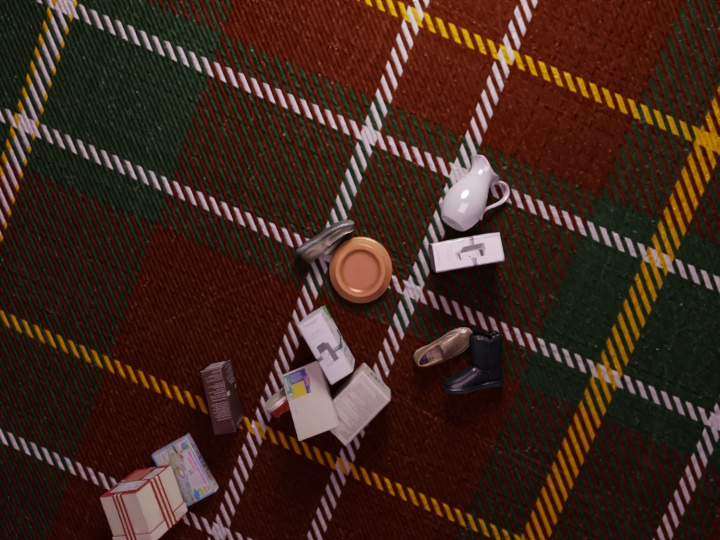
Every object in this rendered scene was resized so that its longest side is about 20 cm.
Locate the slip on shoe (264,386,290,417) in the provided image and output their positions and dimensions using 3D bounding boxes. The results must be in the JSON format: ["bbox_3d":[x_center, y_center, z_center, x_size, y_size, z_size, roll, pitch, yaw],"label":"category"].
[{"bbox_3d":[-0.206,0.387,1.684,0.198,0.074,0.062,-37,117,4],"label":"slip on shoe"}]

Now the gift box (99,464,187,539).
[{"bbox_3d":[-0.651,0.730,1.649,0.196,0.184,0.191,-13,97,27],"label":"gift box"}]

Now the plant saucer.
[{"bbox_3d":[0.000,0.000,1.651,0.195,0.037,0.205,0,94,3],"label":"plant saucer"}]

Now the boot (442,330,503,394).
[{"bbox_3d":[0.337,0.273,1.629,0.195,0.076,0.172,-8,102,-3],"label":"boot"}]

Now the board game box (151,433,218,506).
[{"bbox_3d":[-0.562,0.645,1.734,0.133,0.034,0.203,-27,93,5],"label":"board game box"}]

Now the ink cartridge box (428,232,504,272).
[{"bbox_3d":[0.304,-0.054,1.576,0.195,0.147,0.085,-10,92,3],"label":"ink cartridge box"}]

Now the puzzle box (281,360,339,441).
[{"bbox_3d":[-0.149,0.385,1.608,0.131,0.025,0.204,-22,73,14],"label":"puzzle box"}]

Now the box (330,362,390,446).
[{"bbox_3d":[-0.017,0.405,1.649,0.128,0.109,0.200,44,96,-1],"label":"box"}]

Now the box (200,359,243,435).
[{"bbox_3d":[-0.427,0.391,1.674,0.073,0.100,0.205,-10,95,4],"label":"box"}]

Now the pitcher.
[{"bbox_3d":[0.339,-0.207,1.586,0.170,0.121,0.202,34,84,-16],"label":"pitcher"}]

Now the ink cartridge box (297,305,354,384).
[{"bbox_3d":[-0.098,0.221,1.620,0.082,0.147,0.203,-29,94,4],"label":"ink cartridge box"}]

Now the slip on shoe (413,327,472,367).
[{"bbox_3d":[0.254,0.237,1.645,0.196,0.061,0.077,-23,93,5],"label":"slip on shoe"}]

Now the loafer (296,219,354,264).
[{"bbox_3d":[-0.098,-0.085,1.638,0.197,0.075,0.070,-30,104,10],"label":"loafer"}]
